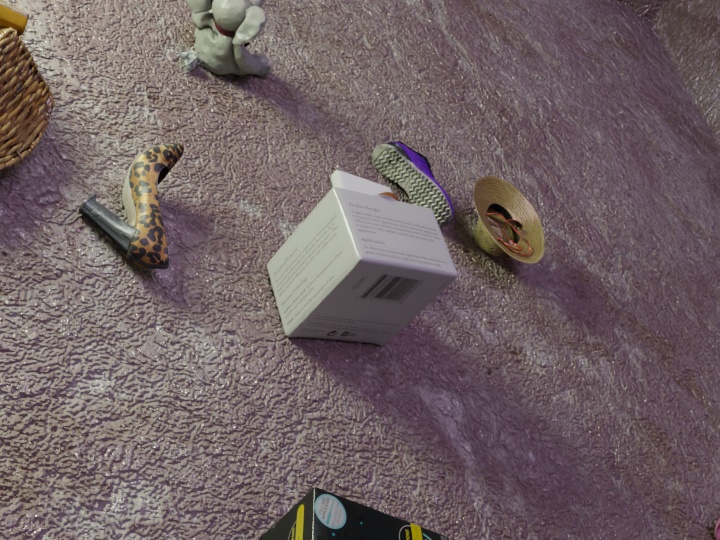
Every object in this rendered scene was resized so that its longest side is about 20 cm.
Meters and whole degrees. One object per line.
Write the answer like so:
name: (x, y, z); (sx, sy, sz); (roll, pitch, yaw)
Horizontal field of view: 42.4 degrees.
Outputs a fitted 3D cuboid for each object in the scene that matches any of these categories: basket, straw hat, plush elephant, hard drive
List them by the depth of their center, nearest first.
basket: (-0.506, -0.195, 1.187); (0.201, 0.146, 0.144); (-72, 144, -52)
plush elephant: (-0.226, -0.432, 1.624); (0.165, 0.155, 0.200); (46, 35, 3)
hard drive: (0.023, -0.079, 1.632); (0.130, 0.026, 0.203); (15, 45, -35)
straw hat: (0.268, -0.079, 1.830); (0.198, 0.085, 0.204); (23, 46, -26)

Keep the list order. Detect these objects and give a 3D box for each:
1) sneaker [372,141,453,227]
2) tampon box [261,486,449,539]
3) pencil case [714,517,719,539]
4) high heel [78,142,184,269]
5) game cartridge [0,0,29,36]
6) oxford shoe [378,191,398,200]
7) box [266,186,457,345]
sneaker: (0.118, -0.177, 1.790); (0.201, 0.070, 0.099); (48, 33, 4)
tampon box: (-0.005, 0.370, 1.066); (0.198, 0.126, 0.152); (25, 39, -24)
pencil case: (0.738, 0.468, 1.756); (0.082, 0.088, 0.198); (26, 24, 32)
high heel: (-0.275, -0.091, 1.297); (0.142, 0.072, 0.200); (39, 51, 4)
game cartridge: (-0.554, -0.359, 1.237); (0.197, 0.033, 0.175); (18, -2, -28)
oxford shoe: (0.033, -0.089, 1.572); (0.071, 0.071, 0.201); (39, 34, -4)
box: (0.000, 0.000, 1.381); (0.196, 0.200, 0.133); (9, 49, -39)
